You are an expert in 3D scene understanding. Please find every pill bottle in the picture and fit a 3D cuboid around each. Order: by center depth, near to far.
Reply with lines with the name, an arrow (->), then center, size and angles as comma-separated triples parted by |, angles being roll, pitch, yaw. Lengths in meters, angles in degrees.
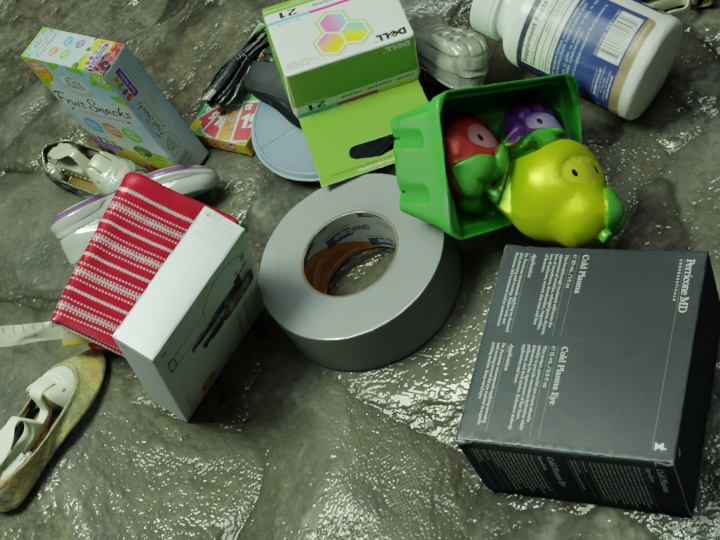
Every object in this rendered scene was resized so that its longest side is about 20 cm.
pill bottle -> 0.217, -0.244, 1.186 | 0.199, 0.111, 0.111 | 31, 72, 20

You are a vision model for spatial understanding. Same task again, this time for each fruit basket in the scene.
fruit basket -> 0.155, -0.099, 1.081 | 0.214, 0.156, 0.216 | -6, 11, 1

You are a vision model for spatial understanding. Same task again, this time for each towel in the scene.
towel -> -0.228, -0.001, 1.253 | 0.144, 0.022, 0.201 | 26, 62, -9

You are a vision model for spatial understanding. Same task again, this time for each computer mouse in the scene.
computer mouse -> -0.089, -0.225, 1.338 | 0.200, 0.053, 0.139 | 29, 72, 35

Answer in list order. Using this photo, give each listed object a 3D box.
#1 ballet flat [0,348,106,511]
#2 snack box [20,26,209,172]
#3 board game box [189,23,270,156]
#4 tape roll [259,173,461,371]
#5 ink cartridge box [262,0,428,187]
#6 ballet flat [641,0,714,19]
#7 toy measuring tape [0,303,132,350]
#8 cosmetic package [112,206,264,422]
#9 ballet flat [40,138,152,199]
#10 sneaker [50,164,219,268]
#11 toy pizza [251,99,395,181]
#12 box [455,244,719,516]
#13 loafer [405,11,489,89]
ballet flat -> -0.340, 0.158, 1.222 | 0.070, 0.071, 0.201 | 15, 64, 33
snack box -> -0.285, -0.192, 1.359 | 0.142, 0.200, 0.053 | 16, 65, 33
board game box -> -0.125, -0.233, 1.429 | 0.095, 0.030, 0.201 | 15, 62, 32
tape roll -> 0.000, 0.000, 1.175 | 0.199, 0.066, 0.201 | -13, 51, 17
ink cartridge box -> -0.006, -0.206, 1.228 | 0.147, 0.076, 0.201 | -18, 57, -3
ballet flat -> 0.284, -0.281, 1.247 | 0.199, 0.068, 0.076 | -15, 67, 13
toy measuring tape -> -0.318, 0.056, 1.258 | 0.199, 0.074, 0.074 | -7, 48, -16
cosmetic package -> -0.161, 0.049, 1.128 | 0.052, 0.200, 0.151 | 30, 71, 13
ballet flat -> -0.323, -0.118, 1.412 | 0.200, 0.072, 0.072 | 19, 66, 34
sneaker -> -0.250, -0.057, 1.338 | 0.199, 0.100, 0.075 | -24, 5, -4
toy pizza -> -0.032, -0.180, 1.339 | 0.199, 0.032, 0.201 | -11, 55, 16
box -> 0.201, 0.089, 0.990 | 0.181, 0.104, 0.201 | 3, 58, 28
loafer -> 0.082, -0.248, 1.312 | 0.070, 0.070, 0.200 | -13, 29, -17
